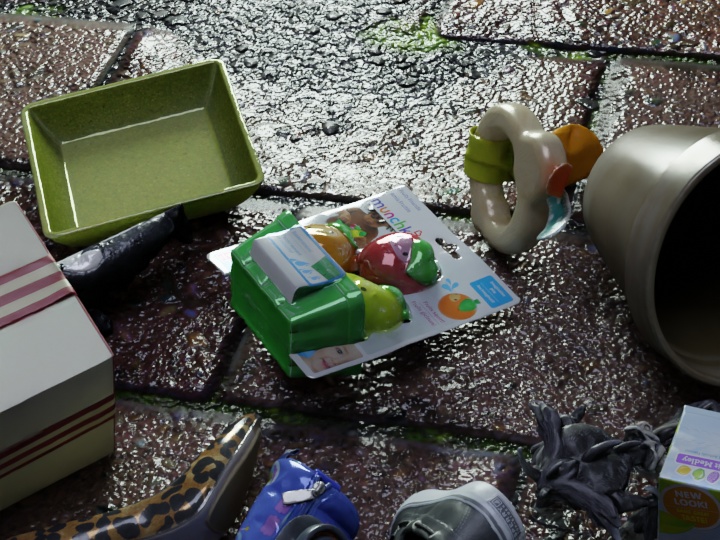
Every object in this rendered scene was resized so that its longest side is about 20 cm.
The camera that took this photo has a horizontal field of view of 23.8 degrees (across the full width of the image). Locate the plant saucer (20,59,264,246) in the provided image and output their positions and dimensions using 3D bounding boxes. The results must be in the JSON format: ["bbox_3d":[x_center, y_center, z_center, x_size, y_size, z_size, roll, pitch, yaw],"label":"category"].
[{"bbox_3d":[-0.200,-0.099,1.563,0.199,0.048,0.200,-14,43,-7],"label":"plant saucer"}]

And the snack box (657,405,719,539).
[{"bbox_3d":[0.273,0.189,1.069,0.167,0.201,0.068,11,46,21],"label":"snack box"}]

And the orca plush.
[{"bbox_3d":[-0.226,0.019,1.450,0.199,0.071,0.105,-27,1,-25],"label":"orca plush"}]

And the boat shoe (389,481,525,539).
[{"bbox_3d":[0.048,0.184,1.129,0.056,0.200,0.069,-35,84,-22],"label":"boat shoe"}]

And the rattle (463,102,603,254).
[{"bbox_3d":[0.174,-0.072,1.403,0.142,0.131,0.200,14,-6,-21],"label":"rattle"}]

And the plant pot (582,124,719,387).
[{"bbox_3d":[0.267,-0.034,1.337,0.199,0.201,0.174,-22,27,-14],"label":"plant pot"}]

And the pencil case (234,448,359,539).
[{"bbox_3d":[-0.075,0.218,1.180,0.078,0.087,0.200,32,54,9],"label":"pencil case"}]

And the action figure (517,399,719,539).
[{"bbox_3d":[0.177,0.147,1.190,0.199,0.102,0.119,-5,46,-36],"label":"action figure"}]

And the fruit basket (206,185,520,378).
[{"bbox_3d":[0.000,0.000,1.395,0.199,0.094,0.185,-23,45,-20],"label":"fruit basket"}]

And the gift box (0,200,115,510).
[{"bbox_3d":[-0.298,0.096,1.280,0.186,0.201,0.185,-26,60,-23],"label":"gift box"}]

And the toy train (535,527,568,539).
[{"bbox_3d":[0.113,0.196,1.121,0.045,0.200,0.034,-17,84,9],"label":"toy train"}]

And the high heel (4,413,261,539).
[{"bbox_3d":[-0.168,0.166,1.255,0.142,0.072,0.201,20,59,19],"label":"high heel"}]

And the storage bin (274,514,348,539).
[{"bbox_3d":[-0.010,0.254,1.018,0.134,0.146,0.201,2,47,39],"label":"storage bin"}]
